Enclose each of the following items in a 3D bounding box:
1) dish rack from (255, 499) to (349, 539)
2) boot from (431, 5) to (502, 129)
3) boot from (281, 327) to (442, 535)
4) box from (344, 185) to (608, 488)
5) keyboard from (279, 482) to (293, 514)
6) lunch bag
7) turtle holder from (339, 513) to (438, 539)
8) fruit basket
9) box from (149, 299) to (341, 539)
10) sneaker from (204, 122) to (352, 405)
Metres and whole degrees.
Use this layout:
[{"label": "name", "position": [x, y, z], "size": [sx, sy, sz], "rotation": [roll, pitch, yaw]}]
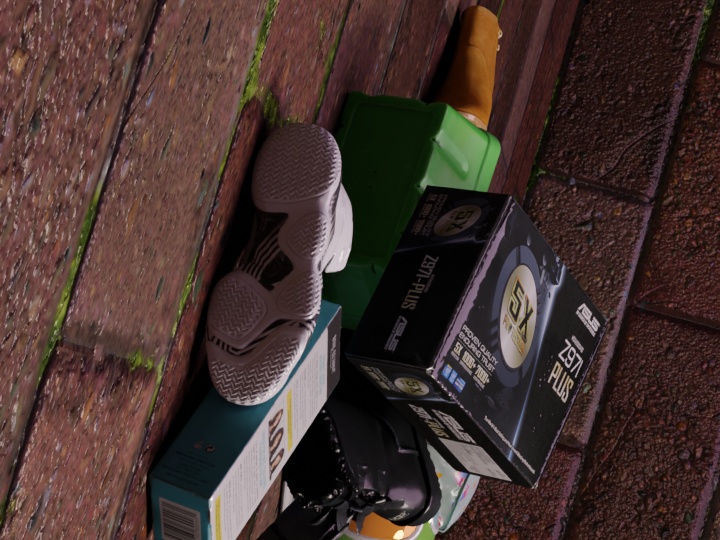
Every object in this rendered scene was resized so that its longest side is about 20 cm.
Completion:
[{"label": "dish rack", "position": [-0.044, 0.218, 1.605], "size": [0.153, 0.055, 0.200], "rotation": [-47, 174, 27]}, {"label": "boot", "position": [0.115, -0.220, 2.079], "size": [0.201, 0.071, 0.144], "rotation": [6, 93, -85]}, {"label": "boot", "position": [-0.016, 0.119, 1.523], "size": [0.162, 0.073, 0.198], "rotation": [22, 42, -55]}, {"label": "box", "position": [0.099, 0.056, 1.533], "size": [0.200, 0.086, 0.164], "rotation": [49, 60, -44]}, {"label": "keyboard", "position": [-0.068, 0.230, 1.858], "size": [0.056, 0.011, 0.200], "rotation": [-66, 167, -46]}, {"label": "lunch bag", "position": [0.126, 0.269, 2.816], "size": [0.170, 0.122, 0.200], "rotation": [-12, 123, -80]}, {"label": "turtle holder", "position": [0.019, 0.227, 1.894], "size": [0.186, 0.141, 0.132], "rotation": [-23, 127, -67]}, {"label": "fruit basket", "position": [0.046, -0.031, 1.625], "size": [0.216, 0.155, 0.216], "rotation": [10, 90, -67]}, {"label": "box", "position": [-0.078, 0.108, 1.341], "size": [0.082, 0.049, 0.200], "rotation": [92, 24, -44]}, {"label": "sneaker", "position": [-0.051, 0.004, 1.341], "size": [0.115, 0.075, 0.200], "rotation": [56, 47, -75]}]
